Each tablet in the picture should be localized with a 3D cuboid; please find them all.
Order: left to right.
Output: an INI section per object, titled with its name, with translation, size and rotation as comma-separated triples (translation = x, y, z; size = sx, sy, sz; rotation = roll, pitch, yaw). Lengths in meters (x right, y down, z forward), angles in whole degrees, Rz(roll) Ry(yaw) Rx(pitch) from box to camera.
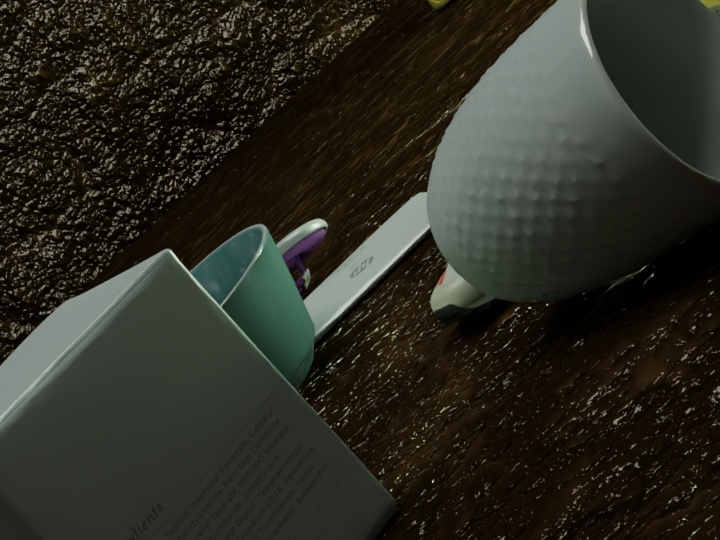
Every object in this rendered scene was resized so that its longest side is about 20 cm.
[tablet]
translation = 0.000, 0.000, 1.339
size = 0.200, 0.014, 0.130
rotation = -44, 12, -7

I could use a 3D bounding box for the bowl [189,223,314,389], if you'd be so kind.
[bowl]
translation = -0.113, 0.070, 1.216
size = 0.201, 0.105, 0.201
rotation = -41, 15, 13

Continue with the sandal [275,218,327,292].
[sandal]
translation = -0.079, 0.019, 1.453
size = 0.082, 0.050, 0.203
rotation = -33, -11, -45

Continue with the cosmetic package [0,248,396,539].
[cosmetic package]
translation = -0.125, 0.128, 0.840
size = 0.166, 0.200, 0.167
rotation = -49, 15, -29

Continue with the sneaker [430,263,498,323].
[sneaker]
translation = 0.087, -0.050, 1.041
size = 0.070, 0.093, 0.200
rotation = -26, 20, 52

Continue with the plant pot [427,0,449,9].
[plant pot]
translation = 0.174, -0.579, 2.412
size = 0.194, 0.196, 0.200
rotation = -31, 7, 41

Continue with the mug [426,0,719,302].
[mug]
translation = 0.142, -0.067, 0.868
size = 0.199, 0.148, 0.175
rotation = -11, -21, -44

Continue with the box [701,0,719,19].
[box]
translation = 0.244, -0.151, 0.945
size = 0.050, 0.075, 0.200
rotation = -44, 11, -14
